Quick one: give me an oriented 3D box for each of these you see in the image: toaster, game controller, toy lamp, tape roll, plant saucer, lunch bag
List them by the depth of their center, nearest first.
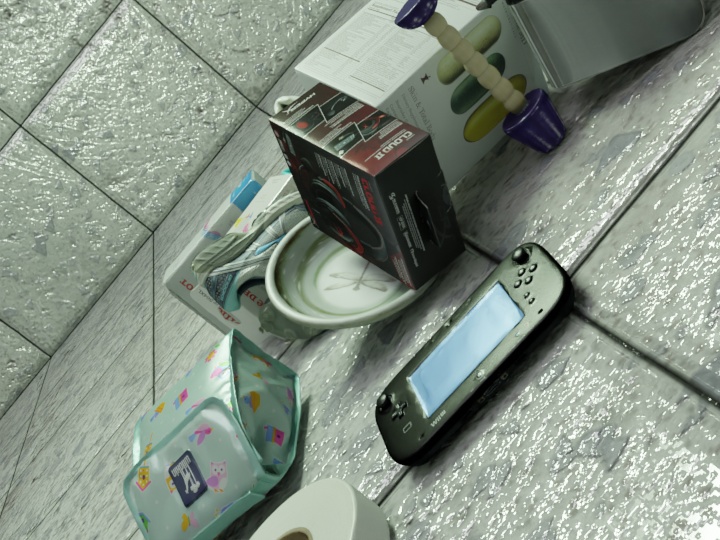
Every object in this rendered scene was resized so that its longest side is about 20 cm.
[{"bbox_3d":[-0.057,0.253,0.801,0.203,0.037,0.203,-45,17,17],"label":"tape roll"},{"bbox_3d":[0.087,0.066,0.837,0.200,0.042,0.104,-49,16,10],"label":"game controller"},{"bbox_3d":[0.232,-0.285,1.017,0.199,0.119,0.181,-20,29,26],"label":"toaster"},{"bbox_3d":[0.120,-0.190,1.022,0.058,0.200,0.058,-46,17,18],"label":"toy lamp"},{"bbox_3d":[-0.148,0.187,1.071,0.170,0.122,0.201,-42,26,19],"label":"lunch bag"},{"bbox_3d":[0.000,0.000,1.111,0.198,0.050,0.201,-12,41,10],"label":"plant saucer"}]

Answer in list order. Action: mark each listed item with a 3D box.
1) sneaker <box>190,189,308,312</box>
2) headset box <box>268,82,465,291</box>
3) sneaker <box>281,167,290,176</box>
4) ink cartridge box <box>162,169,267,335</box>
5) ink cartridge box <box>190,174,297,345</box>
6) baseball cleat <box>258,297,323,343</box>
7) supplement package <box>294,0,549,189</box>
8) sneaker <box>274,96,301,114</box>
[{"bbox_3d":[-0.102,-0.023,1.277,0.199,0.087,0.078,-35,-14,-2],"label":"sneaker"},{"bbox_3d":[0.013,-0.082,1.043,0.075,0.149,0.200,-38,43,-18],"label":"headset box"},{"bbox_3d":[-0.031,-0.174,1.478,0.200,0.079,0.078,-46,17,18],"label":"sneaker"},{"bbox_3d":[-0.166,-0.019,1.513,0.200,0.144,0.085,-48,16,7],"label":"ink cartridge box"},{"bbox_3d":[-0.116,-0.008,1.390,0.201,0.128,0.125,-54,17,-10],"label":"ink cartridge box"},{"bbox_3d":[-0.037,0.021,1.248,0.199,0.070,0.107,-21,26,42],"label":"baseball cleat"},{"bbox_3d":[0.069,-0.204,1.136,0.200,0.152,0.150,-44,44,-14],"label":"supplement package"},{"bbox_3d":[-0.051,-0.155,1.418,0.070,0.201,0.080,-43,-11,11],"label":"sneaker"}]
